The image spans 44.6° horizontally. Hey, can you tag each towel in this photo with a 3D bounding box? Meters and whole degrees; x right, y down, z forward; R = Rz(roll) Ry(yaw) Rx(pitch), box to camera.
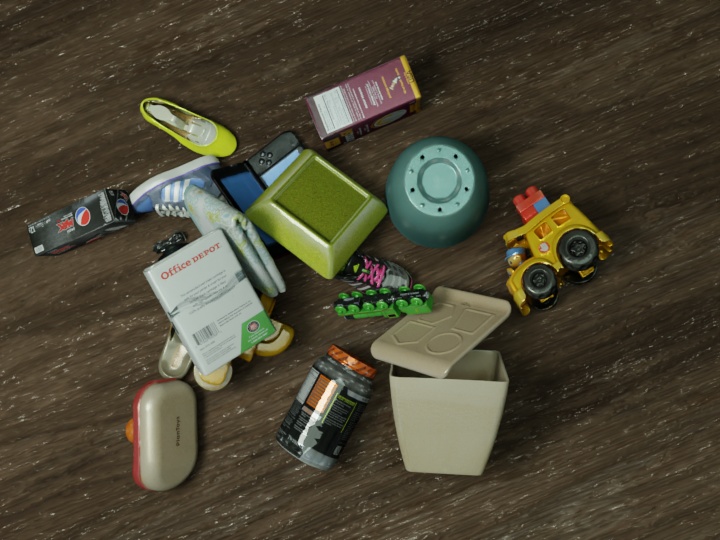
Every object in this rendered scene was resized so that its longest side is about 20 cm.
[{"bbox_3d":[-0.221,-0.052,1.552,0.048,0.201,0.170,-44,44,-20],"label":"towel"}]

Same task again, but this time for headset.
[{"bbox_3d":[-0.330,0.004,1.597,0.093,0.124,0.202,-23,47,4],"label":"headset"}]

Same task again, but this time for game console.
[{"bbox_3d":[-0.145,-0.143,1.613,0.171,0.119,0.201,-36,85,1],"label":"game console"}]

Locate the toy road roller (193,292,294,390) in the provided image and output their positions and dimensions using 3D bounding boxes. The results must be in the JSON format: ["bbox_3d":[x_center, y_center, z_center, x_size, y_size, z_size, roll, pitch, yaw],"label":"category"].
[{"bbox_3d":[-0.206,0.133,1.601,0.144,0.123,0.203,23,87,-7],"label":"toy road roller"}]

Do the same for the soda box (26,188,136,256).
[{"bbox_3d":[-0.518,-0.087,1.628,0.197,0.071,0.064,-19,85,22],"label":"soda box"}]

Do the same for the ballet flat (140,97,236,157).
[{"bbox_3d":[-0.330,-0.272,1.659,0.198,0.067,0.068,26,87,5],"label":"ballet flat"}]

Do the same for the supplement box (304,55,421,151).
[{"bbox_3d":[0.007,-0.306,1.618,0.197,0.110,0.087,-23,85,2],"label":"supplement box"}]

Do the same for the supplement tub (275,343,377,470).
[{"bbox_3d":[-0.057,0.244,1.581,0.121,0.123,0.202,29,89,5],"label":"supplement tub"}]

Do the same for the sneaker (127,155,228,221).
[{"bbox_3d":[-0.324,-0.112,1.641,0.198,0.081,0.148,-26,81,-4],"label":"sneaker"}]

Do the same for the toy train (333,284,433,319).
[{"bbox_3d":[0.041,0.061,1.589,0.197,0.057,0.042,-8,50,31],"label":"toy train"}]

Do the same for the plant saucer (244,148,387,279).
[{"bbox_3d":[-0.073,-0.117,1.576,0.199,0.048,0.200,36,59,6],"label":"plant saucer"}]

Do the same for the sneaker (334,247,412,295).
[{"bbox_3d":[0.000,0.000,1.610,0.197,0.087,0.075,21,88,4],"label":"sneaker"}]

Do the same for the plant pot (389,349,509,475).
[{"bbox_3d":[0.150,0.248,1.542,0.196,0.200,0.180,1,100,4],"label":"plant pot"}]

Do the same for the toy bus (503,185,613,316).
[{"bbox_3d":[0.323,-0.045,1.581,0.199,0.136,0.193,-37,72,3],"label":"toy bus"}]

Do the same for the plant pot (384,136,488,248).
[{"bbox_3d":[0.140,-0.148,1.575,0.197,0.161,0.204,0,86,3],"label":"plant pot"}]

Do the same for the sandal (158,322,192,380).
[{"bbox_3d":[-0.327,0.108,1.638,0.079,0.054,0.203,17,81,4],"label":"sandal"}]

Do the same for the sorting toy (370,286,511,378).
[{"bbox_3d":[0.141,0.108,1.531,0.200,0.184,0.037,-40,123,-31],"label":"sorting toy"}]

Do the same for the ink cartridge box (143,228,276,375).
[{"bbox_3d":[-0.255,0.051,1.479,0.145,0.083,0.202,-30,100,-18],"label":"ink cartridge box"}]

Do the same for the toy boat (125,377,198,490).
[{"bbox_3d":[-0.379,0.299,1.611,0.129,0.130,0.204,-1,89,36],"label":"toy boat"}]
